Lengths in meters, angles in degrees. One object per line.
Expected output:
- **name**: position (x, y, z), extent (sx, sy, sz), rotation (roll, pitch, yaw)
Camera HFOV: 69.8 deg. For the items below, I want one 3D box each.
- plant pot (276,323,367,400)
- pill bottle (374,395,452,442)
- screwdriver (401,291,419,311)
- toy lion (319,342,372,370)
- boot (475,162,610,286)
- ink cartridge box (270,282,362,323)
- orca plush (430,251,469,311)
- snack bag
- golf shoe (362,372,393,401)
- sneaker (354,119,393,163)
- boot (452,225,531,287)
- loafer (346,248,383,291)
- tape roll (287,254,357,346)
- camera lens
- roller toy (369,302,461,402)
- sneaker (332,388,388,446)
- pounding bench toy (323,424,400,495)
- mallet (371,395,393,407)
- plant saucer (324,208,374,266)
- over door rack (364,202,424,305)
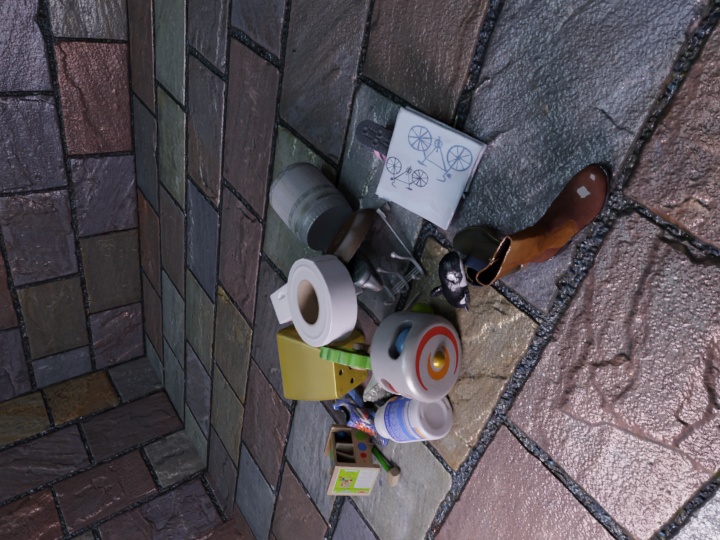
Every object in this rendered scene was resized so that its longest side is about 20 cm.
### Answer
- **plant pot**: position (-0.090, 0.245, 1.427), extent (0.175, 0.199, 0.203), rotation (8, 110, 38)
- **pill bottle**: position (0.119, 0.353, 1.240), extent (0.200, 0.111, 0.113), rotation (-31, 78, 53)
- **screwdriver**: position (0.100, 0.107, 1.245), extent (0.029, 0.028, 0.200), rotation (37, 138, -3)
- **toy lion**: position (-0.018, 0.202, 1.204), extent (0.199, 0.190, 0.070), rotation (1, 78, 57)
- **boot**: position (0.277, -0.072, 0.792), extent (0.069, 0.198, 0.189), rotation (55, 140, 23)
- **ink cartridge box**: position (-0.118, 0.063, 1.370), extent (0.145, 0.198, 0.085), rotation (-32, 77, 53)
- **orca plush**: position (0.167, 0.028, 1.009), extent (0.200, 0.070, 0.106), rotation (54, -158, -73)
- **snack bag**: position (0.134, -0.199, 1.034), extent (0.187, 0.021, 0.202), rotation (30, 126, 18)
- **golf shoe**: position (0.066, 0.249, 1.301), extent (0.201, 0.078, 0.098), rotation (-52, 44, 28)
- **sneaker**: position (0.081, -0.253, 1.113), extent (0.200, 0.082, 0.070), rotation (43, 105, 11)
- **boot**: position (0.212, -0.028, 0.962), extent (0.200, 0.096, 0.075), rotation (24, 139, 61)
- **loafer**: position (0.000, 0.000, 1.195), extent (0.072, 0.063, 0.200), rotation (-53, 21, 9)
- **tape roll**: position (-0.091, 0.067, 1.171), extent (0.202, 0.070, 0.205), rotation (19, 113, 53)
- **camera lens**: position (-0.130, -0.168, 1.333), extent (0.200, 0.159, 0.161), rotation (49, 137, 30)
- **roller toy**: position (0.125, 0.185, 1.106), extent (0.139, 0.181, 0.203), rotation (2, 105, 50)
- **sneaker**: position (-0.002, 0.415, 1.432), extent (0.200, 0.078, 0.076), rotation (43, 142, 13)
- **pounding bench toy**: position (0.006, 0.529, 1.459), extent (0.157, 0.197, 0.125), rotation (-101, 22, -55)
- **mallet**: position (0.068, 0.271, 1.345), extent (0.066, 0.041, 0.203), rotation (26, 118, 43)
- **plant saucer**: position (-0.037, -0.071, 1.232), extent (0.036, 0.202, 0.200), rotation (33, 143, -12)
- **over door rack**: position (0.052, -0.033, 1.222), extent (0.148, 0.066, 0.202), rotation (-46, 66, 49)
